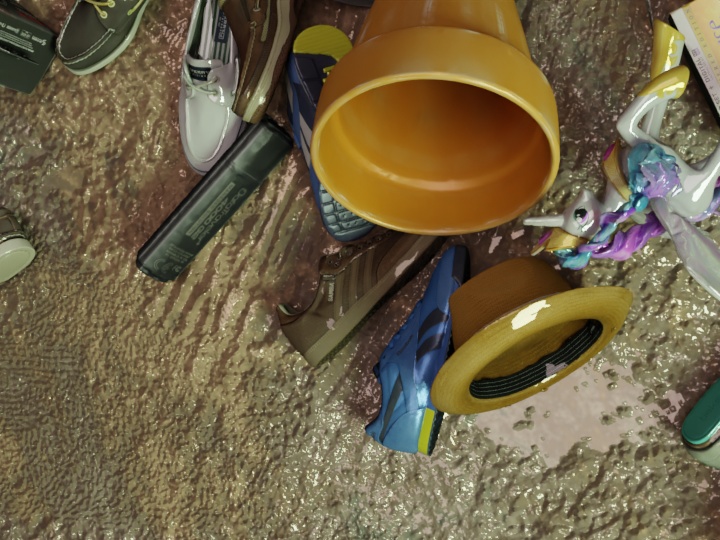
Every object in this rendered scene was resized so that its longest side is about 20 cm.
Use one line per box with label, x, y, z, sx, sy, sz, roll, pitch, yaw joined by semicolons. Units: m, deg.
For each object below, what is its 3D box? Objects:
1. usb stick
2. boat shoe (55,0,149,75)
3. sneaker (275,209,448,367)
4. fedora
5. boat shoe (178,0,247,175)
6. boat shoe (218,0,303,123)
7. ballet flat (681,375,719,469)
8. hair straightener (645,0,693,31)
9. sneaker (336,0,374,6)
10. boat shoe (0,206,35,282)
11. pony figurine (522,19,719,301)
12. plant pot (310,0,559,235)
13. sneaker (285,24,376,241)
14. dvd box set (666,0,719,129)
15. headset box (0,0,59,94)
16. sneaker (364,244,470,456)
usb stick;-0.145;-0.070;0.902;0.200;0.055;0.033;-47;52;9
boat shoe;-0.247;-0.287;0.922;0.072;0.061;0.201;43;99;10
sneaker;0.000;0.000;0.858;0.200;0.070;0.076;-46;79;8
fedora;0.133;0.046;0.775;0.200;0.201;0.082;-35;62;10
boat shoe;-0.151;-0.195;0.896;0.073;0.067;0.201;4;90;13
boat shoe;-0.099;-0.232;0.852;0.074;0.075;0.203;18;64;-11
ballet flat;0.355;0.086;0.787;0.064;0.067;0.201;31;98;-16
hair straightener;0.333;-0.203;0.794;0.199;0.041;0.077;28;96;6
sneaker;0.050;-0.311;0.852;0.199;0.071;0.100;-6;86;7
boat shoe;-0.439;0.008;0.962;0.199;0.072;0.060;-33;77;7
pony figurine;0.250;-0.064;0.718;0.192;0.167;0.201;26;107;-15
plant pot;0.066;-0.161;0.776;0.199;0.201;0.184;-2;57;13
sneaker;-0.026;-0.128;0.868;0.074;0.082;0.201;-13;100;-20
dvd box set;0.379;-0.195;0.753;0.199;0.029;0.147;-25;87;14
headset box;-0.411;-0.264;0.916;0.200;0.149;0.077;37;98;12
sneaker;0.052;0.070;0.848;0.078;0.066;0.201;14;93;17
